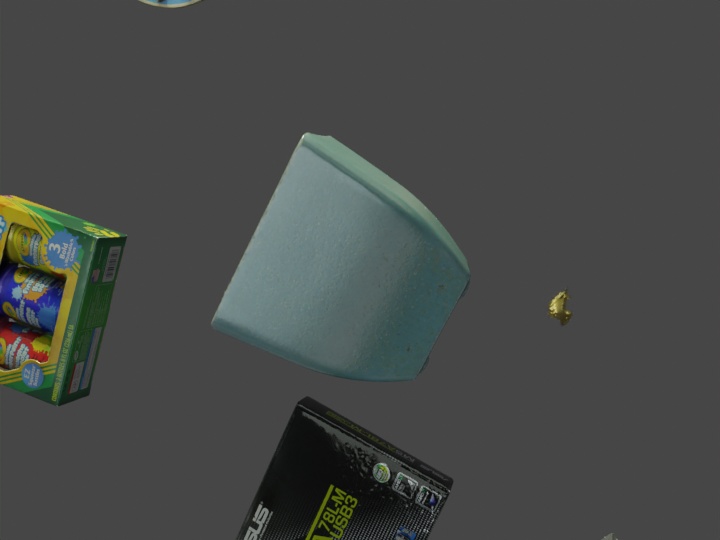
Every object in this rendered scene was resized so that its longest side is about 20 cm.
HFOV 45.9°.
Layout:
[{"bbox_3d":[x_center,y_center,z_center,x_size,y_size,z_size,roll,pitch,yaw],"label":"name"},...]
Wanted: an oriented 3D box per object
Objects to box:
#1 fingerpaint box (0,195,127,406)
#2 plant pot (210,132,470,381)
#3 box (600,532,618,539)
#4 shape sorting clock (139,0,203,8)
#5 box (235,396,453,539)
[{"bbox_3d":[-0.383,0.032,0.996,0.164,0.073,0.204,18,97,12],"label":"fingerpaint box"},{"bbox_3d":[0.000,0.000,0.846,0.197,0.196,0.198,28,99,1],"label":"plant pot"},{"bbox_3d":[0.268,0.356,0.788,0.049,0.200,0.162,-40,83,14],"label":"box"},{"bbox_3d":[-0.212,-0.398,0.946,0.196,0.039,0.205,1,93,14],"label":"shape sorting clock"},{"bbox_3d":[-0.023,0.273,0.935,0.191,0.047,0.203,27,99,9],"label":"box"}]
